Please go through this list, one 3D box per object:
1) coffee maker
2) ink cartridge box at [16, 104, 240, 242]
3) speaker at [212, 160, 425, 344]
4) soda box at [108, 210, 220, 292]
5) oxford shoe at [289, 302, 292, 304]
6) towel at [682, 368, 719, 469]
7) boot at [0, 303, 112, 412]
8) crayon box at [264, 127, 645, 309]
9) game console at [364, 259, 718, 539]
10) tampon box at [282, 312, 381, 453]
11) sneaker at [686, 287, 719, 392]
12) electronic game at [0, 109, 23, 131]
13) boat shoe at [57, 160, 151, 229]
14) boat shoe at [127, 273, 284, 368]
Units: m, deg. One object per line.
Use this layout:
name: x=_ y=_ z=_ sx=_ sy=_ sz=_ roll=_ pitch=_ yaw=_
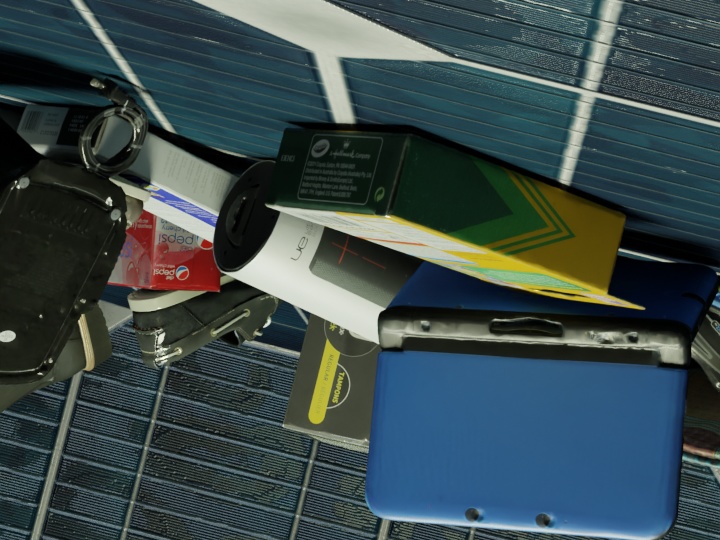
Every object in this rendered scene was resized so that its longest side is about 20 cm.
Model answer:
coffee maker: x=-0.237 y=-0.053 z=1.498 sx=0.200 sy=0.192 sz=0.135 roll=37 pitch=169 yaw=42
ink cartridge box: x=-0.129 y=-0.058 z=1.642 sx=0.094 sy=0.037 sz=0.199 roll=8 pitch=164 yaw=47
speaker: x=0.000 y=0.000 z=1.629 sx=0.199 sy=0.082 sz=0.081 roll=26 pitch=169 yaw=-31
soda box: x=-0.181 y=-0.021 z=1.992 sx=0.063 sy=0.071 sz=0.200 roll=4 pitch=180 yaw=-28
oxford shoe: x=-0.039 y=-0.017 z=1.782 sx=0.057 sy=0.076 sz=0.200 roll=-30 pitch=-175 yaw=-11
towel: x=0.238 y=0.077 z=1.679 sx=0.146 sy=0.022 sz=0.200 roll=12 pitch=-153 yaw=27
boot: x=-0.289 y=0.025 z=1.980 sx=0.077 sy=0.138 sz=0.201 roll=24 pitch=139 yaw=51
crayon box: x=0.061 y=-0.031 z=1.419 sx=0.199 sy=0.052 sz=0.125 roll=19 pitch=173 yaw=-35
game console: x=0.115 y=0.073 z=1.530 sx=0.198 sy=0.119 sz=0.171 roll=3 pitch=-158 yaw=19
tampon box: x=0.017 y=0.093 z=2.254 sx=0.125 sy=0.151 sz=0.200 roll=13 pitch=174 yaw=9
sneaker: x=0.174 y=0.037 z=1.642 sx=0.198 sy=0.083 sz=0.071 roll=14 pitch=176 yaw=31
electronic game: x=-0.247 y=-0.083 z=1.746 sx=0.198 sy=0.042 sz=0.200 roll=14 pitch=174 yaw=1
boat shoe: x=-0.203 y=-0.037 z=1.618 sx=0.072 sy=0.060 sz=0.199 roll=25 pitch=169 yaw=-32
boat shoe: x=-0.106 y=0.029 z=2.065 sx=0.199 sy=0.068 sz=0.072 roll=-18 pitch=-171 yaw=-36
